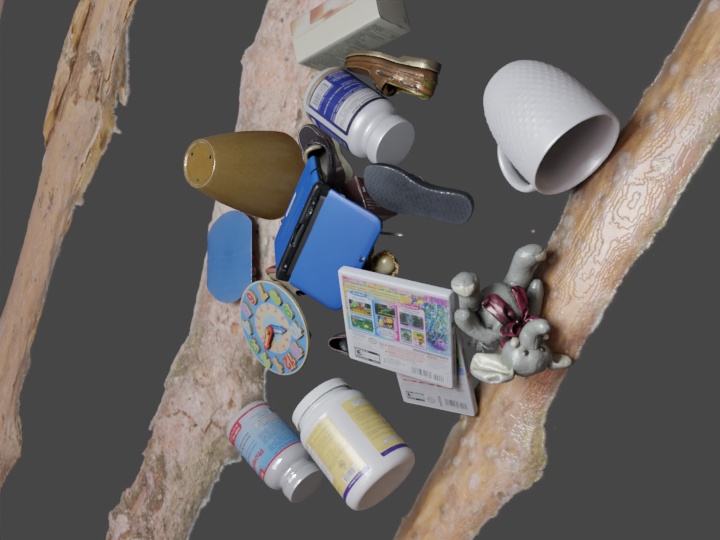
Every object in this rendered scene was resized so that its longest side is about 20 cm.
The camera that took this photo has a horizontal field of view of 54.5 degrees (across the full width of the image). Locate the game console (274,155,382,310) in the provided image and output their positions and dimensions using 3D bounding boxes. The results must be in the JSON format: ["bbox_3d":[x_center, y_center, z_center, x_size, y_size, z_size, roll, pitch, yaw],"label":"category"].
[{"bbox_3d":[-0.062,-0.064,1.202,0.171,0.118,0.200,-103,34,-53],"label":"game console"}]

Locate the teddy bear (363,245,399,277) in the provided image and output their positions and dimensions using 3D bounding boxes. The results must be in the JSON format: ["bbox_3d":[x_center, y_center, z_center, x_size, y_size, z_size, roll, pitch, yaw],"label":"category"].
[{"bbox_3d":[0.000,0.000,1.257,0.145,0.200,0.067,17,58,6],"label":"teddy bear"}]

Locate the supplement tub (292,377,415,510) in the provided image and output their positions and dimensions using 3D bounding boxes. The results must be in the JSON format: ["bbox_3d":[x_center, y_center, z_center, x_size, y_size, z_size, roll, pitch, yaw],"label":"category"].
[{"bbox_3d":[-0.016,0.306,1.247,0.200,0.145,0.145,47,116,29],"label":"supplement tub"}]

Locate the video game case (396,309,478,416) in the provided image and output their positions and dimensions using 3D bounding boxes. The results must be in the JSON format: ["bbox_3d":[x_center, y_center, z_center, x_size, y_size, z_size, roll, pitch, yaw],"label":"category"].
[{"bbox_3d":[0.114,0.147,1.171,0.143,0.018,0.200,5,121,37],"label":"video game case"}]

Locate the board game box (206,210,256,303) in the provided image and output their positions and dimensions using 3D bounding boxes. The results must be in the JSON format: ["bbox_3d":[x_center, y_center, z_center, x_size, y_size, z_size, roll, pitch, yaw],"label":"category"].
[{"bbox_3d":[-0.272,-0.028,1.519,0.158,0.039,0.200,-8,79,42],"label":"board game box"}]

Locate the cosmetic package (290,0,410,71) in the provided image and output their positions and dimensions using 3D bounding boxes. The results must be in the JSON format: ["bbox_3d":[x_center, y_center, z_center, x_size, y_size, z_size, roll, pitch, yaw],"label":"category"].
[{"bbox_3d":[-0.021,-0.449,1.290,0.200,0.103,0.087,-15,81,35],"label":"cosmetic package"}]

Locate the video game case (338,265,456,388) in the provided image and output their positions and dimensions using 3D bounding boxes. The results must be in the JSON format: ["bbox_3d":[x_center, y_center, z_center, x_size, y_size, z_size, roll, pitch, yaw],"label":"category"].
[{"bbox_3d":[0.061,0.091,1.139,0.200,0.024,0.182,13,126,29],"label":"video game case"}]

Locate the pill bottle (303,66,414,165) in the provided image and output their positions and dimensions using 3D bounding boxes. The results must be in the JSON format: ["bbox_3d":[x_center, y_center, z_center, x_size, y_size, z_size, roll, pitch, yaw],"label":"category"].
[{"bbox_3d":[-0.002,-0.274,1.263,0.200,0.116,0.116,43,114,30],"label":"pill bottle"}]

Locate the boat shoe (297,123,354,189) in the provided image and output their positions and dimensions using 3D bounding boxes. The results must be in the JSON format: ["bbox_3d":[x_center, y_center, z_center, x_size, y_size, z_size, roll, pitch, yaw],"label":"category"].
[{"bbox_3d":[-0.078,-0.221,1.338,0.072,0.065,0.200,-50,50,26],"label":"boat shoe"}]

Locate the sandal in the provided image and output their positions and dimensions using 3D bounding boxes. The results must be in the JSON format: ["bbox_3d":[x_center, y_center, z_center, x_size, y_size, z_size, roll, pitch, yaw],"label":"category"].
[{"bbox_3d":[0.098,-0.130,1.205,0.200,0.043,0.076,22,121,10],"label":"sandal"}]

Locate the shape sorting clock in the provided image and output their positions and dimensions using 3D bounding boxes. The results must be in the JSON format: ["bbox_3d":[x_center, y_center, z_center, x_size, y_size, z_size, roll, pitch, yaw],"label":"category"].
[{"bbox_3d":[-0.177,0.116,1.406,0.200,0.039,0.200,17,119,34],"label":"shape sorting clock"}]

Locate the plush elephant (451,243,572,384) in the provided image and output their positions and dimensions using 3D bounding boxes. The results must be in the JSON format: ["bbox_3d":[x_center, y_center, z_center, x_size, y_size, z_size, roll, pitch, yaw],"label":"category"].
[{"bbox_3d":[0.233,0.090,1.055,0.155,0.165,0.200,49,147,42],"label":"plush elephant"}]

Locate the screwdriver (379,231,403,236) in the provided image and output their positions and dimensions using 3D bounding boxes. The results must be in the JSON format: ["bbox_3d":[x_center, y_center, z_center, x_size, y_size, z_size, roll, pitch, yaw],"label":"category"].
[{"bbox_3d":[-0.011,-0.073,1.206,0.200,0.028,0.029,2,69,32],"label":"screwdriver"}]

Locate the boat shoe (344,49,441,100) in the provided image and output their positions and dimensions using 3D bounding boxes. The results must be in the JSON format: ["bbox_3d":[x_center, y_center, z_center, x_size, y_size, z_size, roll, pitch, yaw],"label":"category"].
[{"bbox_3d":[0.047,-0.349,1.254,0.200,0.072,0.068,19,100,36],"label":"boat shoe"}]

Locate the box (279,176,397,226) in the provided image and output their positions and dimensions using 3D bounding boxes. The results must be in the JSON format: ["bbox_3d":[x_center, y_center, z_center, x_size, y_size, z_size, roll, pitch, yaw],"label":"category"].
[{"bbox_3d":[-0.042,-0.099,1.303,0.200,0.100,0.075,-27,74,35],"label":"box"}]

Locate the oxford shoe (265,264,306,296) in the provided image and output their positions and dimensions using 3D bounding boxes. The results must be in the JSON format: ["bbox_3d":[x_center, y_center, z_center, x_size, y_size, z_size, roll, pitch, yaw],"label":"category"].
[{"bbox_3d":[-0.133,0.018,1.362,0.200,0.070,0.075,-3,106,67],"label":"oxford shoe"}]

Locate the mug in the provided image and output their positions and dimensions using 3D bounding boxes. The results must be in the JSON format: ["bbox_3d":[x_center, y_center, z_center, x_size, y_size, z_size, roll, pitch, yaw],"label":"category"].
[{"bbox_3d":[0.263,-0.208,1.055,0.175,0.148,0.200,58,151,32],"label":"mug"}]

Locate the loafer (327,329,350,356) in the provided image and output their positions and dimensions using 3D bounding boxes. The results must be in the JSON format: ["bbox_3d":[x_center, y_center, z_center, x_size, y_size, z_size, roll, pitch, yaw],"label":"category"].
[{"bbox_3d":[0.029,0.143,1.266,0.200,0.063,0.072,3,93,38],"label":"loafer"}]

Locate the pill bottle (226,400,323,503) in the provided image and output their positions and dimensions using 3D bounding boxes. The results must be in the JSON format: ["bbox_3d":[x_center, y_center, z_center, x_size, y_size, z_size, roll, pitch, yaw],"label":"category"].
[{"bbox_3d":[-0.167,0.359,1.386,0.200,0.109,0.109,39,112,32],"label":"pill bottle"}]

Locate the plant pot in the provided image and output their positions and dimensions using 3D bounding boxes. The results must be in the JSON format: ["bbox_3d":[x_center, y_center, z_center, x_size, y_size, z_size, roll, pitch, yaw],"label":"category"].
[{"bbox_3d":[-0.244,-0.200,1.397,0.186,0.200,0.187,0,90,37],"label":"plant pot"}]
